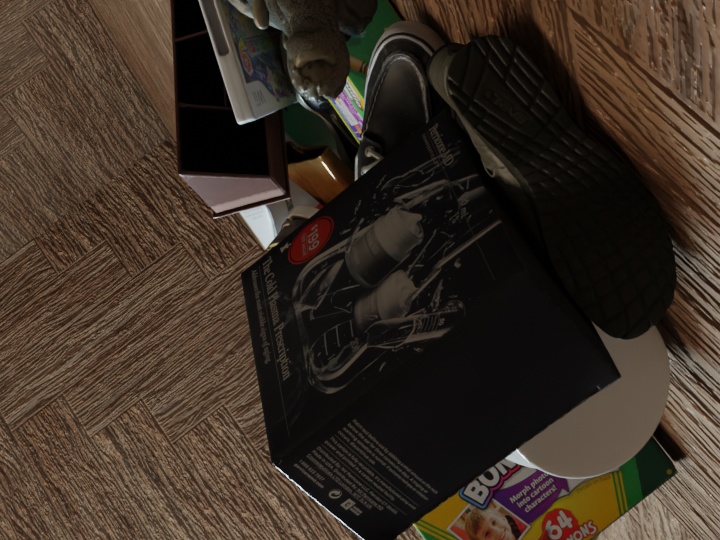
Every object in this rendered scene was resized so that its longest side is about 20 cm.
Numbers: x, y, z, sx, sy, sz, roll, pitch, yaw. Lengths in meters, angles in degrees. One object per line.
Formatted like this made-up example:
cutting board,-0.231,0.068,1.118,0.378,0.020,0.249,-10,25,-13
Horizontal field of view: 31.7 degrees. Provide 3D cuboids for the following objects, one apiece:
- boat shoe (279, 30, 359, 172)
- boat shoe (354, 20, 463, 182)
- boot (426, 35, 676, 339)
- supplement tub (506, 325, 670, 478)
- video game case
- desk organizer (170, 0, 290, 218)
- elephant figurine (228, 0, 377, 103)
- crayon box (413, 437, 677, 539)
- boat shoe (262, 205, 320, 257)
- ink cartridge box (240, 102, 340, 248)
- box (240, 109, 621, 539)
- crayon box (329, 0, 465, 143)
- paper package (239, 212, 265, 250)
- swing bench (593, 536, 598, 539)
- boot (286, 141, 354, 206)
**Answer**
boat shoe,-0.001,-0.145,1.089,0.062,0.073,0.201,10,144,40
boat shoe,0.027,-0.068,0.879,0.071,0.068,0.202,13,119,16
boot,0.114,-0.058,0.765,0.201,0.067,0.131,56,-177,-6
supplement tub,0.119,0.058,0.905,0.141,0.140,0.200,55,173,-16
video game case,-0.101,-0.224,1.011,0.143,0.018,0.202,-49,-57,-72
desk organizer,-0.113,-0.156,1.071,0.077,0.071,0.202,50,-150,-60
elephant figurine,-0.035,-0.183,0.729,0.201,0.154,0.141,61,151,4
crayon box,0.128,0.155,1.047,0.173,0.200,0.058,52,-173,7
boat shoe,0.000,0.000,1.072,0.199,0.060,0.072,20,148,37
ink cartridge box,-0.041,-0.084,1.191,0.050,0.161,0.201,-16,116,49
box,0.032,0.030,0.782,0.104,0.182,0.201,45,-165,-31
crayon box,0.028,-0.120,0.967,0.201,0.058,0.119,55,173,-9
paper package,-0.067,-0.095,1.333,0.191,0.103,0.200,56,-169,-19
swing bench,0.160,0.155,1.186,0.200,0.130,0.199,47,172,9
boot,0.033,-0.043,1.101,0.200,0.069,0.188,48,168,-28
